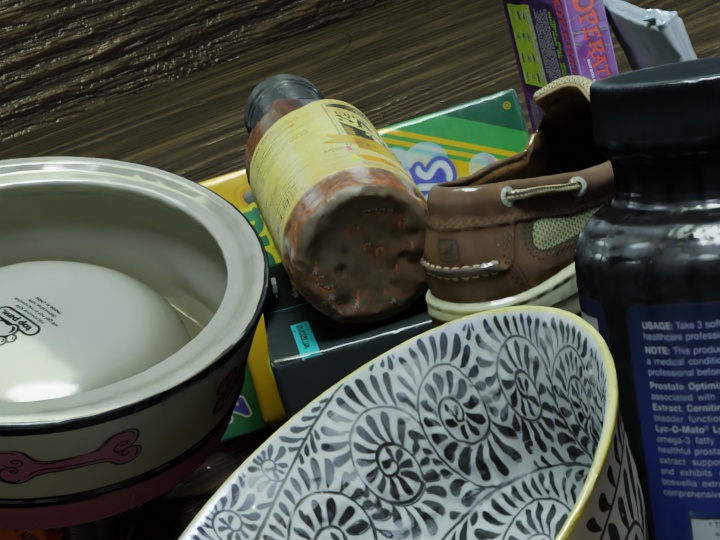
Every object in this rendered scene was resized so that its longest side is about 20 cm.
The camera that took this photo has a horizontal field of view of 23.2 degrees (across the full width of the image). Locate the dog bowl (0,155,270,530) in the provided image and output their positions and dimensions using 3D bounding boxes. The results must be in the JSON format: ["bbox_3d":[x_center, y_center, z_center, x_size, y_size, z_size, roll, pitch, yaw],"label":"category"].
[{"bbox_3d":[-0.138,0.031,0.755,0.199,0.074,0.200,1,35,-1],"label":"dog bowl"}]

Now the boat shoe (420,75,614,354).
[{"bbox_3d":[0.097,-0.041,0.680,0.075,0.075,0.202,0,23,40],"label":"boat shoe"}]

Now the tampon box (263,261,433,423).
[{"bbox_3d":[0.068,0.049,0.771,0.199,0.127,0.150,-15,15,-1],"label":"tampon box"}]

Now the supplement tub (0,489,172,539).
[{"bbox_3d":[-0.159,0.097,0.855,0.122,0.123,0.200,-12,14,16],"label":"supplement tub"}]

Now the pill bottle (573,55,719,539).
[{"bbox_3d":[0.132,0.030,0.593,0.111,0.201,0.112,-9,9,1],"label":"pill bottle"}]

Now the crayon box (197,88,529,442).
[{"bbox_3d":[0.000,0.000,0.880,0.199,0.126,0.052,-17,-6,-2],"label":"crayon box"}]

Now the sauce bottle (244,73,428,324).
[{"bbox_3d":[-0.017,-0.042,0.765,0.066,0.066,0.200,-17,26,-6],"label":"sauce bottle"}]

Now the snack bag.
[{"bbox_3d":[0.195,-0.066,0.966,0.021,0.200,0.189,-30,12,4],"label":"snack bag"}]

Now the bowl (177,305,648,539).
[{"bbox_3d":[0.024,0.114,0.569,0.200,0.094,0.201,-34,22,16],"label":"bowl"}]

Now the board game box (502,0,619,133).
[{"bbox_3d":[0.135,-0.077,1.065,0.032,0.201,0.120,-16,13,-6],"label":"board game box"}]
